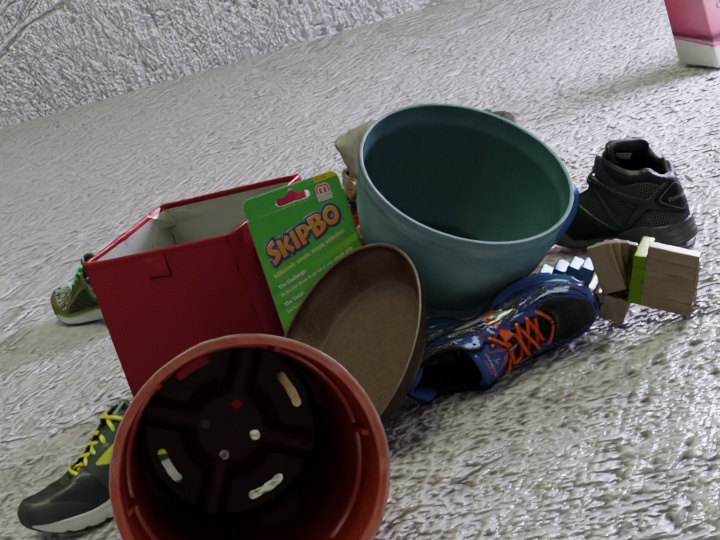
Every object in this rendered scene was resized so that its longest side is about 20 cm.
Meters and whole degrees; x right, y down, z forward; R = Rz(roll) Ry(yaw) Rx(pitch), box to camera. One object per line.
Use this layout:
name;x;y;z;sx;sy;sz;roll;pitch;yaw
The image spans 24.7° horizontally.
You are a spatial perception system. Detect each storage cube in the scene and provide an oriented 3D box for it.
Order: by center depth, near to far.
storage cube;-0.137;0.029;1.636;0.198;0.181;0.171;-10;18;26

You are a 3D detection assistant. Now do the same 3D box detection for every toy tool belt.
toy tool belt;0.074;-0.090;1.660;0.199;0.124;0.124;-7;-4;-35

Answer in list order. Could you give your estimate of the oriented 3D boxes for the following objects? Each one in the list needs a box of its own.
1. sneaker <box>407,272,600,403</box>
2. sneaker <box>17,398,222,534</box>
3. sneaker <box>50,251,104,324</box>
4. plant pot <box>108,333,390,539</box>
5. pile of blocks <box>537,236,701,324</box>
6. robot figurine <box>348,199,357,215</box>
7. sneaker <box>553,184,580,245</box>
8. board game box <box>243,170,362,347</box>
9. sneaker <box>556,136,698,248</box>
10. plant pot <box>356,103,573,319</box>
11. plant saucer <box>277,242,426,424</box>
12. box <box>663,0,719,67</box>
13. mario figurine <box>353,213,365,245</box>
sneaker;0.119;0.068;1.440;0.199;0.076;0.079;-24;25;8
sneaker;-0.220;0.163;1.466;0.199;0.085;0.074;-26;17;-23
sneaker;-0.331;0.015;2.069;0.077;0.089;0.199;-32;20;-38
plant pot;-0.091;0.136;1.247;0.199;0.202;0.195;-21;8;-6
pile of blocks;0.216;0.007;1.482;0.198;0.083;0.062;-12;17;24
robot figurine;0.022;-0.082;1.942;0.144;0.059;0.199;-4;-11;-41
sneaker;0.138;-0.018;1.633;0.199;0.066;0.078;-35;10;4
board game box;-0.035;0.015;1.526;0.095;0.202;0.030;-18;9;1
sneaker;0.250;-0.081;1.675;0.076;0.115;0.199;-24;14;-33
plant pot;0.083;-0.041;1.520;0.198;0.135;0.201;9;41;-8
plant saucer;-0.004;0.075;1.436;0.200;0.036;0.202;-33;43;38
box;0.493;-0.396;2.266;0.127;0.202;0.109;-23;17;-15
mario figurine;0.000;0.000;1.677;0.105;0.124;0.201;22;36;-2
